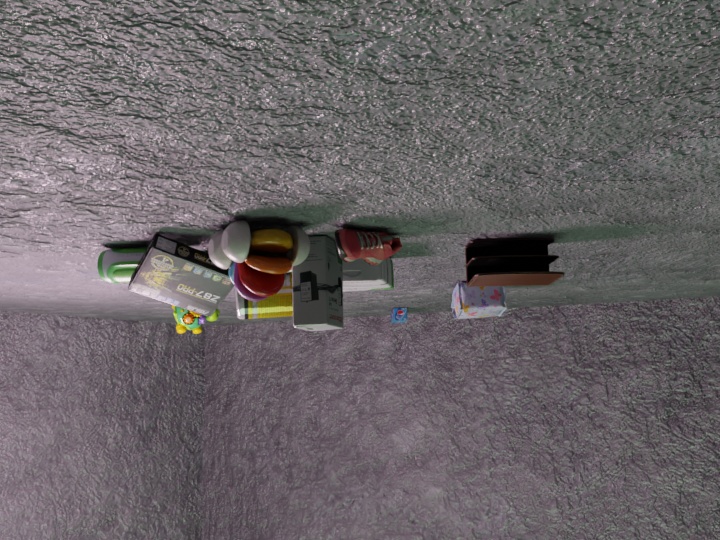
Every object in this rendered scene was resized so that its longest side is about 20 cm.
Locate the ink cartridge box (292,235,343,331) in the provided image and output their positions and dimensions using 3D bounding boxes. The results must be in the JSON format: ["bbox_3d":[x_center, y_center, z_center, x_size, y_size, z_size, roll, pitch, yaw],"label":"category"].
[{"bbox_3d":[-0.095,0.033,1.512,0.083,0.200,0.147,-3,172,13],"label":"ink cartridge box"}]

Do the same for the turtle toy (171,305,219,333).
[{"bbox_3d":[-0.670,0.176,2.713,0.101,0.146,0.200,-34,153,34],"label":"turtle toy"}]

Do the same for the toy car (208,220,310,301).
[{"bbox_3d":[-0.206,-0.014,1.351,0.175,0.150,0.200,3,171,-30],"label":"toy car"}]

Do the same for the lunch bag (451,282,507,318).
[{"bbox_3d":[0.413,0.107,2.359,0.169,0.127,0.200,-3,162,1],"label":"lunch bag"}]

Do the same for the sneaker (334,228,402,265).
[{"bbox_3d":[0.019,-0.062,1.402,0.087,0.074,0.200,-21,167,28],"label":"sneaker"}]

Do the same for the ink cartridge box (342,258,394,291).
[{"bbox_3d":[0.000,0.000,1.698,0.146,0.084,0.200,-2,171,10],"label":"ink cartridge box"}]

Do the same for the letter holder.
[{"bbox_3d":[0.352,-0.024,1.537,0.200,0.101,0.142,-1,170,0],"label":"letter holder"}]

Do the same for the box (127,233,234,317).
[{"bbox_3d":[-0.391,0.015,1.480,0.200,0.049,0.161,23,134,-25],"label":"box"}]

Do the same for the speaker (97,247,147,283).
[{"bbox_3d":[-0.500,-0.014,1.549,0.200,0.089,0.088,-2,172,8],"label":"speaker"}]

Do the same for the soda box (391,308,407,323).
[{"bbox_3d":[0.193,0.227,3.344,0.068,0.064,0.200,0,171,-1],"label":"soda box"}]

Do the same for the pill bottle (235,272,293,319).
[{"bbox_3d":[-0.210,0.061,1.669,0.200,0.113,0.112,-2,172,-11],"label":"pill bottle"}]
